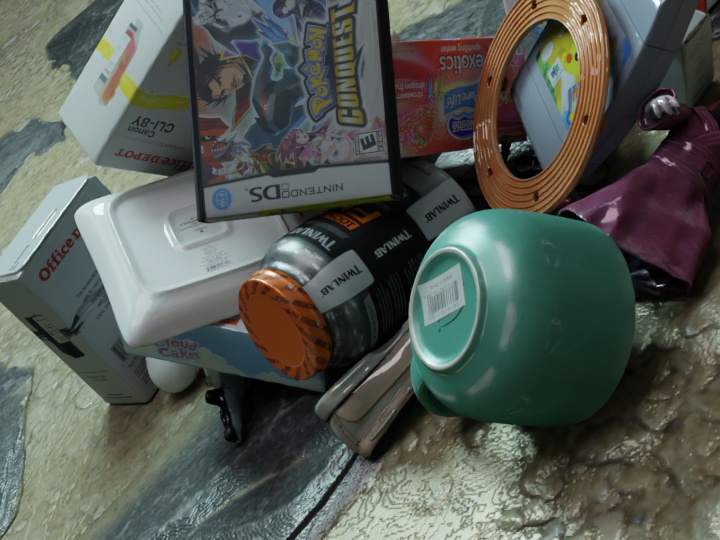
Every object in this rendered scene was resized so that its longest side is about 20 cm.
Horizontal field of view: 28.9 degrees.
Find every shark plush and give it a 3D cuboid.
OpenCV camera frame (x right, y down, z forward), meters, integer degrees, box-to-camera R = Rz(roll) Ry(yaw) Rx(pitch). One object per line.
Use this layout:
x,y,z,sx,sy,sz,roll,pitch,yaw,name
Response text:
-0.109,0.072,1.337,0.083,0.091,0.200,0,32,6,shark plush

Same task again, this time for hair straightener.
0.137,-0.082,1.230,0.041,0.077,0.199,-28,15,-39,hair straightener

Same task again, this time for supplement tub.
0.000,0.000,1.186,0.200,0.123,0.122,-35,22,-32,supplement tub

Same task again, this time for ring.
0.148,-0.138,1.138,0.200,0.019,0.202,-171,90,-66,ring

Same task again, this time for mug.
0.099,0.047,1.007,0.152,0.114,0.186,41,117,53,mug

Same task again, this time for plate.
-0.147,-0.033,1.286,0.198,0.032,0.200,-18,47,-14,plate

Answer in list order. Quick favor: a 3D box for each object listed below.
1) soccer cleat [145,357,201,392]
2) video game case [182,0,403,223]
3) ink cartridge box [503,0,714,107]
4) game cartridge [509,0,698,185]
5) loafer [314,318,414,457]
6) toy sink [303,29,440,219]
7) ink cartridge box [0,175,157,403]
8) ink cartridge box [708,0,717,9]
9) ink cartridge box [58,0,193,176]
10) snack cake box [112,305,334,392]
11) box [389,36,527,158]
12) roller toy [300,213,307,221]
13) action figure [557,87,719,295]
-0.175,0.020,1.407,0.086,0.069,0.201,94,-170,-75,soccer cleat
-0.059,-0.148,1.166,0.179,0.202,0.025,-6,-4,20,video game case
0.204,-0.241,1.192,0.199,0.176,0.045,31,72,29,ink cartridge box
0.190,-0.169,1.120,0.201,0.040,0.134,-61,36,39,game cartridge
0.054,0.070,1.154,0.200,0.063,0.072,-42,-11,-4,loafer
0.000,-0.122,1.365,0.112,0.200,0.131,15,58,37,toy sink
-0.272,0.021,1.460,0.083,0.200,0.147,-7,42,46,ink cartridge box
0.268,-0.319,1.278,0.200,0.200,0.041,-46,29,-11,ink cartridge box
-0.169,-0.190,1.323,0.200,0.145,0.084,-53,56,23,ink cartridge box
-0.111,0.033,1.288,0.199,0.067,0.115,10,49,14,snack cake box
0.056,-0.156,1.259,0.094,0.103,0.199,4,11,42,box
-0.109,-0.128,1.488,0.199,0.183,0.140,-30,31,19,roller toy
0.250,-0.067,1.079,0.200,0.134,0.149,-50,1,-17,action figure
